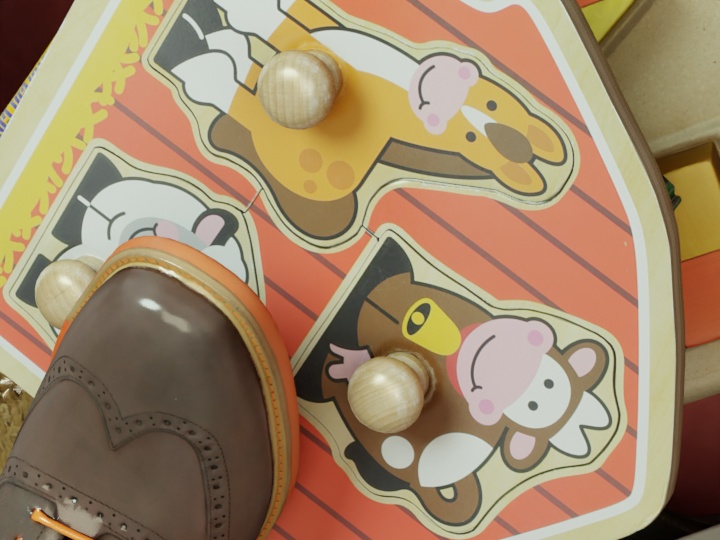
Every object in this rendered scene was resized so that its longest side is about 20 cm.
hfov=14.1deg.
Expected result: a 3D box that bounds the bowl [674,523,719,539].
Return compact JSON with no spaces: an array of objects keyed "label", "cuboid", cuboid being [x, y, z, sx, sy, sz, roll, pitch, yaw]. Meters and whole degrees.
[{"label":"bowl","cuboid":[0.099,0.176,0.863,0.200,0.075,0.200,-23,130,9]}]

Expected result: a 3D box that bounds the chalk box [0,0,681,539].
[{"label":"chalk box","cuboid":[0.000,0.000,0.829,0.200,0.125,0.124,43,119,5]}]

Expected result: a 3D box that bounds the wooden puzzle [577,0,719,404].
[{"label":"wooden puzzle","cuboid":[0.112,-0.057,0.871,0.200,0.046,0.185,-20,99,9]}]

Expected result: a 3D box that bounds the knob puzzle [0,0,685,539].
[{"label":"knob puzzle","cuboid":[-0.005,0.004,0.747,0.219,0.030,0.220,7,111,20]}]

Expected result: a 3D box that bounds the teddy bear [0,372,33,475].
[{"label":"teddy bear","cuboid":[-0.117,0.083,0.883,0.145,0.067,0.200,14,74,-15]}]

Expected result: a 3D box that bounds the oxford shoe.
[{"label":"oxford shoe","cuboid":[-0.068,0.076,0.755,0.071,0.073,0.200,27,133,10]}]

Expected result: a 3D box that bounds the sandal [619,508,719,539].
[{"label":"sandal","cuboid":[0.102,0.101,0.906,0.200,0.055,0.082,-2,92,-10]}]
